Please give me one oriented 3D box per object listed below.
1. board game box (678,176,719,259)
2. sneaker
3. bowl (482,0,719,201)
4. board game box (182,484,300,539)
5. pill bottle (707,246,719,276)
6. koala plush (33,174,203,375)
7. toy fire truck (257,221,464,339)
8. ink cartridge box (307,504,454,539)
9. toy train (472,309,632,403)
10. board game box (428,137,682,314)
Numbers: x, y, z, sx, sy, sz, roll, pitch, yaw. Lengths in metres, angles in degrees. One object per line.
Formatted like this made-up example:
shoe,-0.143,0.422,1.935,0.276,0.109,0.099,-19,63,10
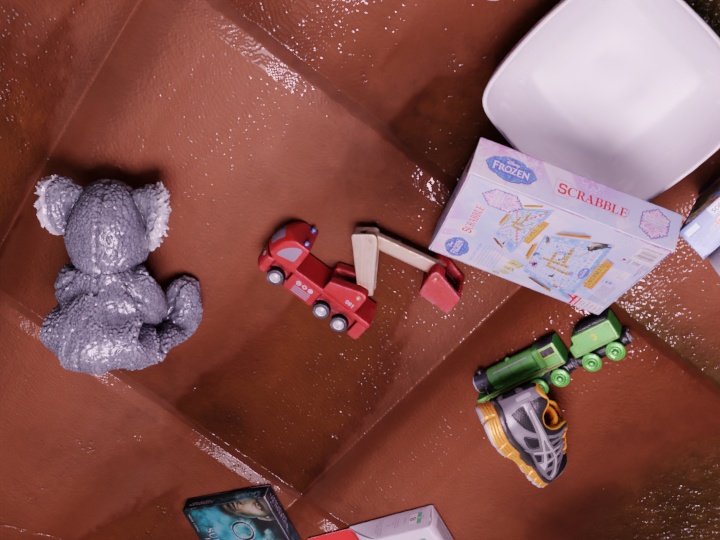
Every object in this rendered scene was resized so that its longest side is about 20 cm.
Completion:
board game box,0.380,-0.105,0.899,0.034,0.135,0.200,45,120,5
sneaker,0.201,0.184,1.126,0.077,0.079,0.200,-34,146,11
bowl,0.237,-0.171,0.930,0.199,0.075,0.200,41,122,-14
board game box,-0.145,0.389,1.392,0.134,0.028,0.201,-15,117,22
pill bottle,0.430,-0.046,0.925,0.113,0.114,0.200,40,113,-13
koala plush,-0.274,-0.007,1.103,0.175,0.184,0.202,9,111,7
toy fire truck,0.000,0.000,1.105,0.199,0.049,0.141,37,121,-10
ink cartridge box,0.044,0.409,1.351,0.198,0.050,0.162,-21,115,21
toy train,0.211,0.105,1.130,0.199,0.042,0.057,-30,101,27
board game box,0.181,-0.036,0.981,0.198,0.042,0.200,21,159,0
